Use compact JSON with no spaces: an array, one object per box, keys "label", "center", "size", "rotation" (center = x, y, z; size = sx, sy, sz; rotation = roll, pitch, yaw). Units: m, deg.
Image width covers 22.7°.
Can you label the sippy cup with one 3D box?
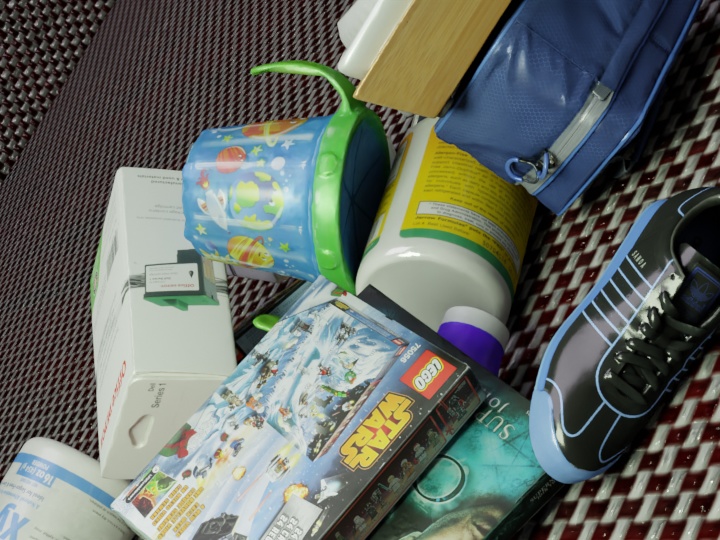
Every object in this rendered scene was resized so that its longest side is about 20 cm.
[{"label":"sippy cup","center":[-0.057,-0.053,1.311],"size":[0.130,0.140,0.178],"rotation":[3,66,17]}]

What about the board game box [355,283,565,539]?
[{"label":"board game box","center":[0.025,0.105,1.114],"size":[0.135,0.028,0.200],"rotation":[-44,50,-14]}]

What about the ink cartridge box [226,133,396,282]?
[{"label":"ink cartridge box","center":[-0.060,-0.058,1.595],"size":[0.145,0.083,0.200],"rotation":[-26,11,-18]}]

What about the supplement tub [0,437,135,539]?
[{"label":"supplement tub","center":[-0.291,0.264,1.607],"size":[0.132,0.132,0.200],"rotation":[-13,44,61]}]

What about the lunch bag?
[{"label":"lunch bag","center":[0.152,-0.139,1.257],"size":[0.200,0.132,0.136],"rotation":[-61,5,-34]}]

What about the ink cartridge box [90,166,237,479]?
[{"label":"ink cartridge box","center":[-0.155,0.043,1.385],"size":[0.146,0.084,0.200],"rotation":[113,154,-48]}]

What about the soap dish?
[{"label":"soap dish","center":[0.056,-0.185,1.253],"size":[0.157,0.081,0.200],"rotation":[-57,3,9]}]

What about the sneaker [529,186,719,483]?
[{"label":"sneaker","center":[0.167,0.032,1.041],"size":[0.200,0.070,0.078],"rotation":[-61,16,-20]}]

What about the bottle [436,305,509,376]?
[{"label":"bottle","center":[0.042,0.117,1.165],"size":[0.065,0.083,0.200],"rotation":[87,-156,-59]}]

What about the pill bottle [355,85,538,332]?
[{"label":"pill bottle","center":[0.072,-0.046,1.319],"size":[0.113,0.113,0.200],"rotation":[-35,28,43]}]

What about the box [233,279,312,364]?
[{"label":"box","center":[-0.090,0.061,1.509],"size":[0.137,0.038,0.200],"rotation":[-41,3,-26]}]

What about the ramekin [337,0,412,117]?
[{"label":"ramekin","center":[0.070,-0.244,1.593],"size":[0.200,0.105,0.200],"rotation":[-47,6,6]}]

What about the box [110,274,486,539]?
[{"label":"box","center":[-0.038,0.111,1.092],"size":[0.137,0.040,0.200],"rotation":[31,73,39]}]

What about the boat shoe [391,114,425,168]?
[{"label":"boat shoe","center":[0.069,-0.093,1.459],"size":[0.062,0.075,0.200],"rotation":[-7,42,47]}]
